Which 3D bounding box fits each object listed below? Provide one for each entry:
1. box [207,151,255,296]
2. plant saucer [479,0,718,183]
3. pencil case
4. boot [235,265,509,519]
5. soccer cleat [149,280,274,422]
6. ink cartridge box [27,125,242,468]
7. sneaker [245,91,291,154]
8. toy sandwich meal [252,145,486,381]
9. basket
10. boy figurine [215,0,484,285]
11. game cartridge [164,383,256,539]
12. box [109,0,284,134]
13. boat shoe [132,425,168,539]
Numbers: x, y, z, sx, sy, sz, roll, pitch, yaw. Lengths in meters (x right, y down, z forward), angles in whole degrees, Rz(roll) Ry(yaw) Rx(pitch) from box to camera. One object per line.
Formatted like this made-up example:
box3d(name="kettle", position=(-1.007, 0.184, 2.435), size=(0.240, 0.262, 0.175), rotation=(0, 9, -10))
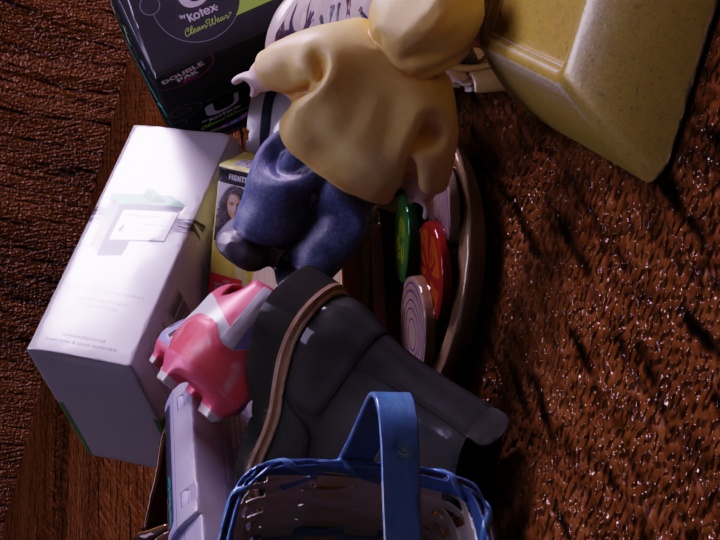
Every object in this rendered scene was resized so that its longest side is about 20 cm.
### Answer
box3d(name="box", position=(-0.066, 0.024, 1.160), size=(0.050, 0.075, 0.201), rotation=(-36, -43, -63))
box3d(name="plant saucer", position=(0.112, -0.159, 0.778), size=(0.200, 0.048, 0.201), rotation=(-128, 51, -71))
box3d(name="pencil case", position=(0.017, -0.138, 0.981), size=(0.200, 0.077, 0.090), rotation=(-3, 85, 61))
box3d(name="boot", position=(0.008, 0.107, 0.877), size=(0.077, 0.138, 0.200), rotation=(-43, -28, -27))
box3d(name="soccer cleat", position=(-0.076, 0.042, 0.956), size=(0.077, 0.067, 0.200), rotation=(-49, 3, -4))
box3d(name="ink cartridge box", position=(-0.142, 0.018, 1.194), size=(0.146, 0.084, 0.201), rotation=(74, -150, -52))
box3d(name="sneaker", position=(-0.036, -0.042, 1.198), size=(0.080, 0.076, 0.201), rotation=(3, 98, 32))
box3d(name="toy sandwich meal", position=(0.000, 0.000, 0.962), size=(0.205, 0.070, 0.206), rotation=(-173, 90, -66))
box3d(name="basket", position=(0.000, 0.164, 0.743), size=(0.200, 0.138, 0.177), rotation=(123, 149, -63))
box3d(name="boy figurine", position=(-0.004, -0.082, 0.864), size=(0.201, 0.124, 0.064), rotation=(-60, 4, 22))
box3d(name="game cartridge", position=(-0.059, 0.139, 1.013), size=(0.038, 0.129, 0.200), rotation=(-54, 22, 21))
box3d(name="box", position=(-0.100, -0.190, 1.227), size=(0.125, 0.148, 0.200), rotation=(63, 174, 10))
box3d(name="boat shoe", position=(-0.124, 0.192, 1.107), size=(0.072, 0.067, 0.201), rotation=(-13, 57, 44))
